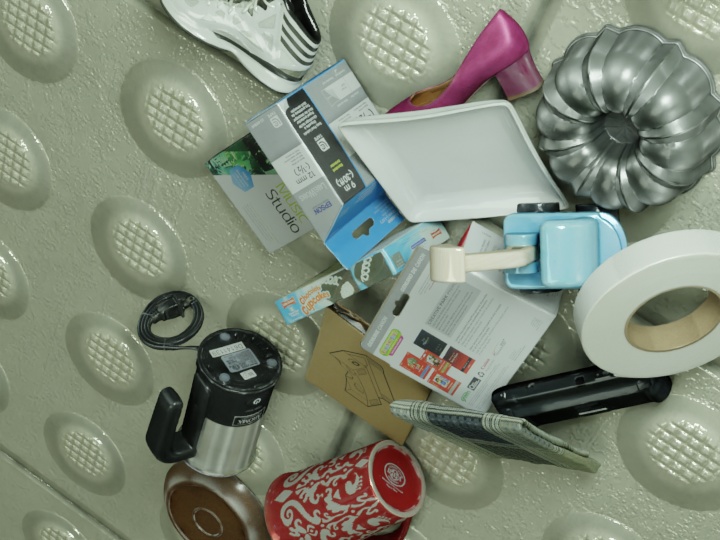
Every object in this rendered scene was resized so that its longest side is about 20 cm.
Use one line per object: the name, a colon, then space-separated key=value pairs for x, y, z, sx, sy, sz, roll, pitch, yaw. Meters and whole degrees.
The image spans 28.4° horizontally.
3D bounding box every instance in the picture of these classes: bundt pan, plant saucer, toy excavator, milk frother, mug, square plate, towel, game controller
bundt pan: x=0.267 y=-0.144 z=1.451 sx=0.202 sy=0.076 sz=0.202 roll=18 pitch=129 yaw=23
plant saucer: x=-0.229 y=0.381 z=2.193 sx=0.200 sy=0.032 sz=0.200 roll=18 pitch=128 yaw=25
toy excavator: x=0.178 y=-0.019 z=1.474 sx=0.194 sy=0.200 sz=0.100 roll=0 pitch=94 yaw=11
milk frother: x=-0.223 y=0.154 z=1.978 sx=0.188 sy=0.180 sz=0.200 roll=110 pitch=150 yaw=-41
mug: x=-0.003 y=0.312 z=1.948 sx=0.200 sy=0.177 sz=0.134 roll=-30 pitch=64 yaw=39
square plate: x=0.105 y=-0.120 z=1.550 sx=0.200 sy=0.028 sz=0.198 roll=-4 pitch=148 yaw=27
towel: x=0.165 y=0.195 z=1.709 sx=0.192 sy=0.035 sz=0.200 roll=3 pitch=161 yaw=39
game controller: x=0.254 y=0.142 z=1.634 sx=0.200 sy=0.104 sz=0.042 roll=-14 pitch=67 yaw=25

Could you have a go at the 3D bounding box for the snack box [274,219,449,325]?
snack box: x=0.000 y=0.000 z=1.705 sx=0.200 sy=0.116 sz=0.037 roll=-26 pitch=95 yaw=43

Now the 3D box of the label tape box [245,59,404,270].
label tape box: x=-0.020 y=-0.121 z=1.612 sx=0.066 sy=0.143 sz=0.200 roll=-29 pitch=98 yaw=42

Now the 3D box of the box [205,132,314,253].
box: x=-0.085 y=-0.117 z=1.741 sx=0.200 sy=0.036 sz=0.144 roll=-28 pitch=102 yaw=42

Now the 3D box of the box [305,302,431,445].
box: x=0.010 y=0.134 z=1.820 sx=0.163 sy=0.021 sz=0.200 roll=34 pitch=150 yaw=9

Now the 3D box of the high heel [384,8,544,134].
high heel: x=0.093 y=-0.213 z=1.529 sx=0.200 sy=0.067 sz=0.096 roll=-18 pitch=117 yaw=26

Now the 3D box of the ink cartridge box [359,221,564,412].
ink cartridge box: x=0.118 y=0.049 z=1.661 sx=0.175 sy=0.084 sz=0.200 roll=29 pitch=133 yaw=-1

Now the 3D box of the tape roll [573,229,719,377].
tape roll: x=0.322 y=0.038 z=1.483 sx=0.203 sy=0.037 sz=0.203 roll=-7 pitch=139 yaw=-7

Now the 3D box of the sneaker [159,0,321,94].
sneaker: x=-0.129 y=-0.303 z=1.630 sx=0.200 sy=0.076 sz=0.115 roll=35 pitch=125 yaw=-1
